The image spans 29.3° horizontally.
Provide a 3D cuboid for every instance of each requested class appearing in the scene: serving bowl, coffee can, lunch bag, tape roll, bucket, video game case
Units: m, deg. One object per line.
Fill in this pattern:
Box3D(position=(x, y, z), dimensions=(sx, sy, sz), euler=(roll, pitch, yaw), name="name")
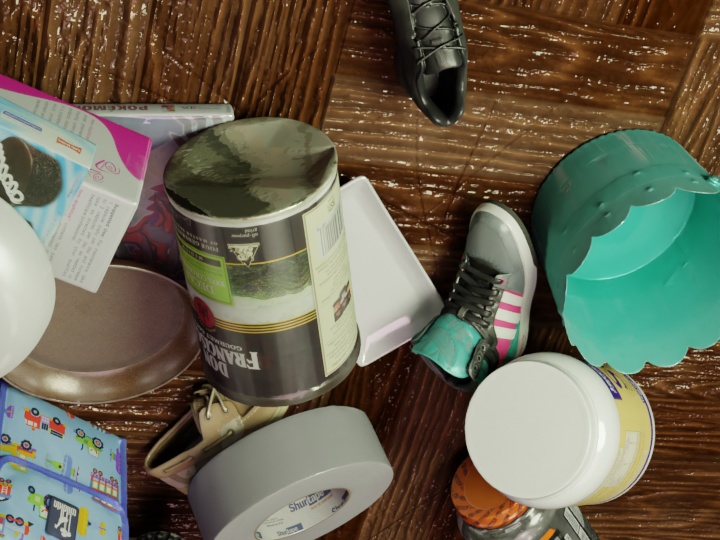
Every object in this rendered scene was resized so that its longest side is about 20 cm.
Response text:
Box3D(position=(-0.330, 0.021, 1.021), dimensions=(0.197, 0.066, 0.202), euler=(1, 127, 1), name="serving bowl")
Box3D(position=(-0.080, -0.007, 1.177), dimensions=(0.144, 0.147, 0.202), euler=(-12, 128, -7), name="coffee can")
Box3D(position=(-0.295, 0.223, 1.276), dimensions=(0.150, 0.201, 0.094), euler=(33, 113, -33), name="lunch bag")
Box3D(position=(-0.069, 0.214, 1.367), dimensions=(0.198, 0.067, 0.201), euler=(-23, 156, -11), name="tape roll")
Box3D(position=(0.263, -0.022, 1.295), dimensions=(0.204, 0.135, 0.209), euler=(-7, 128, -9), name="bucket")
Box3D(position=(-0.207, -0.054, 1.211), dimensions=(0.180, 0.023, 0.202), euler=(-2, 126, -15), name="video game case")

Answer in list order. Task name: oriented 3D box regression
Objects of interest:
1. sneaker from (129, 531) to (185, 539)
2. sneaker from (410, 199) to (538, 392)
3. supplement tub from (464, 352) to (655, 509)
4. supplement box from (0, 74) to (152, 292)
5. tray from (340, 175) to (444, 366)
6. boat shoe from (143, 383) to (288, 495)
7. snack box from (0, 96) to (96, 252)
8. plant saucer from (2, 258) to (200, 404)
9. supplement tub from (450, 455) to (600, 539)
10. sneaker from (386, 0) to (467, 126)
Box3D(position=(-0.205, 0.307, 1.412), dimensions=(0.198, 0.067, 0.090), euler=(-7, 155, 40), name="sneaker")
Box3D(position=(0.101, 0.039, 1.305), dimensions=(0.121, 0.083, 0.202), euler=(-39, 141, -34), name="sneaker")
Box3D(position=(0.192, 0.154, 1.327), dimensions=(0.145, 0.146, 0.199), euler=(-41, 158, 16), name="supplement tub")
Box3D(position=(-0.278, -0.081, 1.094), dimensions=(0.198, 0.102, 0.104), euler=(22, 123, -15), name="supplement box")
Box3D(position=(0.000, 0.000, 1.310), dimensions=(0.107, 0.022, 0.201), euler=(-28, 128, 7), name="tray")
Box3D(position=(-0.135, 0.145, 1.347), dimensions=(0.064, 0.072, 0.200), euler=(28, 115, -32), name="boat shoe")
Box3D(position=(-0.292, -0.040, 1.038), dimensions=(0.115, 0.037, 0.201), euler=(25, 124, -17), name="snack box")
Box3D(position=(-0.240, 0.051, 1.251), dimensions=(0.197, 0.032, 0.201), euler=(-8, 142, -7), name="plant saucer")
Box3D(position=(0.182, 0.284, 1.506), dimensions=(0.122, 0.123, 0.201), euler=(-31, 127, 8), name="supplement tub")
Box3D(position=(0.057, -0.209, 1.129), dimensions=(0.075, 0.091, 0.201), euler=(-19, 127, 1), name="sneaker")
